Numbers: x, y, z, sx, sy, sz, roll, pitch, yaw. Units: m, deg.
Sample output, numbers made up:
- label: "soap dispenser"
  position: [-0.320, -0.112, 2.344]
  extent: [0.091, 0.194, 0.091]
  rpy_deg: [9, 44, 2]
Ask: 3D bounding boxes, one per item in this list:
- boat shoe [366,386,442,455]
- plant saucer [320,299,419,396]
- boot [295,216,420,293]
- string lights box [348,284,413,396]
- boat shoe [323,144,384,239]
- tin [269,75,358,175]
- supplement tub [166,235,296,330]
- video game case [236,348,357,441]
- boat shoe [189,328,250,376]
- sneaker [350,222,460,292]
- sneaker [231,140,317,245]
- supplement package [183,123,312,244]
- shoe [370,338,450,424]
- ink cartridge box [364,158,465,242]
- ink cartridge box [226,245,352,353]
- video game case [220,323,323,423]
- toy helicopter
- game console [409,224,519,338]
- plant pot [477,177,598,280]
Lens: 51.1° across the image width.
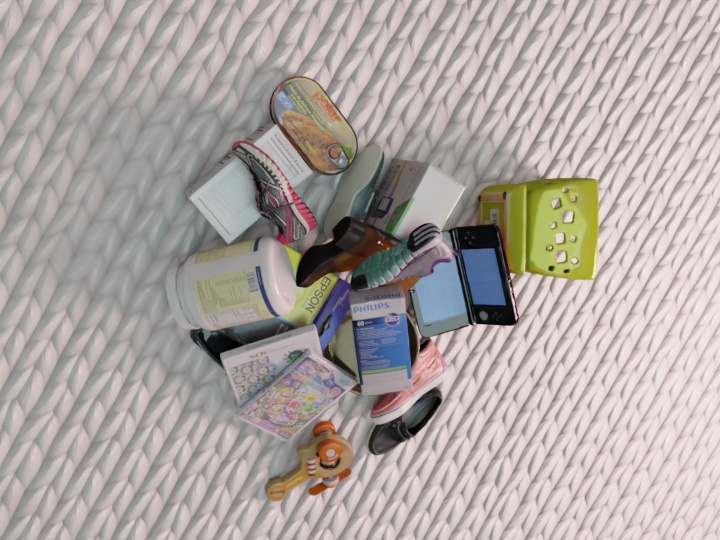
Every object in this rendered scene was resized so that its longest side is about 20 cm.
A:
- label: "boat shoe"
  position: [0.097, 0.318, 1.574]
  extent: [0.199, 0.066, 0.075]
  rpy_deg: [-38, 111, -7]
- label: "plant saucer"
  position: [0.019, 0.149, 1.505]
  extent: [0.198, 0.029, 0.202]
  rpy_deg: [0, 91, -1]
- label: "boot"
  position: [0.000, 0.000, 1.411]
  extent: [0.199, 0.069, 0.188]
  rpy_deg: [28, 117, -32]
- label: "string lights box"
  position: [0.040, 0.133, 1.423]
  extent: [0.102, 0.059, 0.201]
  rpy_deg: [-7, 115, -1]
- label: "boat shoe"
  position: [-0.003, -0.146, 1.455]
  extent: [0.062, 0.073, 0.201]
  rpy_deg: [25, 91, -45]
- label: "tin"
  position: [-0.087, -0.270, 1.410]
  extent: [0.112, 0.042, 0.200]
  rpy_deg: [-39, 110, -3]
- label: "supplement tub"
  position: [-0.228, 0.026, 1.340]
  extent: [0.198, 0.145, 0.146]
  rpy_deg: [-12, 106, 10]
- label: "video game case"
  position: [-0.122, 0.246, 1.457]
  extent: [0.200, 0.018, 0.143]
  rpy_deg: [-41, 130, 14]
- label: "boat shoe"
  position: [-0.239, 0.163, 1.434]
  extent: [0.075, 0.062, 0.200]
  rpy_deg: [-46, 111, -5]
- label: "sneaker"
  position: [0.076, 0.000, 1.316]
  extent: [0.199, 0.075, 0.087]
  rpy_deg: [-30, 128, 30]
- label: "sneaker"
  position: [-0.153, -0.132, 1.275]
  extent: [0.075, 0.081, 0.201]
  rpy_deg: [-38, 110, -6]
- label: "supplement package"
  position: [-0.203, -0.159, 1.354]
  extent: [0.200, 0.109, 0.114]
  rpy_deg: [-41, 110, -7]
- label: "shoe"
  position: [0.087, 0.225, 1.553]
  extent: [0.199, 0.071, 0.091]
  rpy_deg: [-34, 108, -14]
- label: "ink cartridge box"
  position: [0.093, -0.124, 1.412]
  extent: [0.087, 0.200, 0.146]
  rpy_deg: [29, 92, -18]
- label: "ink cartridge box"
  position: [-0.129, 0.073, 1.449]
  extent: [0.199, 0.047, 0.199]
  rpy_deg: [31, 90, -11]
- label: "video game case"
  position: [-0.156, 0.200, 1.435]
  extent: [0.181, 0.024, 0.201]
  rpy_deg: [-18, 134, -9]
- label: "toy helicopter"
  position: [-0.102, 0.411, 1.537]
  extent: [0.199, 0.079, 0.133]
  rpy_deg: [-33, 118, 2]
- label: "game console"
  position: [0.191, 0.025, 1.450]
  extent: [0.118, 0.172, 0.202]
  rpy_deg: [-22, 103, -37]
- label: "plant pot"
  position: [0.343, -0.085, 1.502]
  extent: [0.180, 0.199, 0.202]
  rpy_deg: [-1, 95, -14]
